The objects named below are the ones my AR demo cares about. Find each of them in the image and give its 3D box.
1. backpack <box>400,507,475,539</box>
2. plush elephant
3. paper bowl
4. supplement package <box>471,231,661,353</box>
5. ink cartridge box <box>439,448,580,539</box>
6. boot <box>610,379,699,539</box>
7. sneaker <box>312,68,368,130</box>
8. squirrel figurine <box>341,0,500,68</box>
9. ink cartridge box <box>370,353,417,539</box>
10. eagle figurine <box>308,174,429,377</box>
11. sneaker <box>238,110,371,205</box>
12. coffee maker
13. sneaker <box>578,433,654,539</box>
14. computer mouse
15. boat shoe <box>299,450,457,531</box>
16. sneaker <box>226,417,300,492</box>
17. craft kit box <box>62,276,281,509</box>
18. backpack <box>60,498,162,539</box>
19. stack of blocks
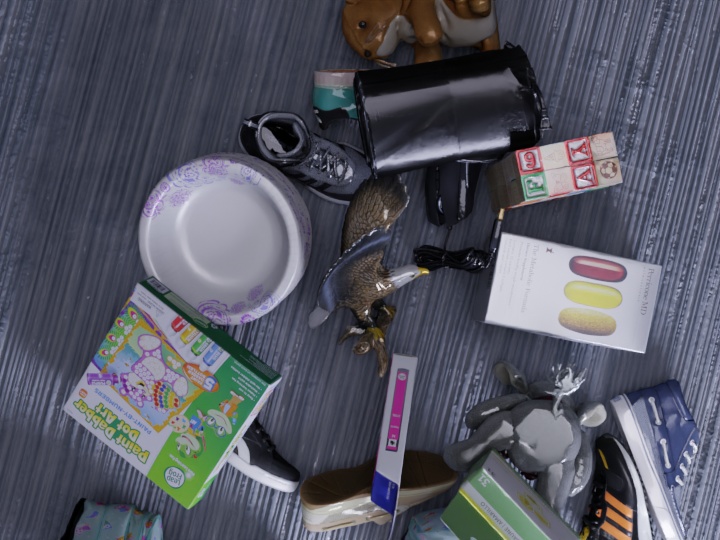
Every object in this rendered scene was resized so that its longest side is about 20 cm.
[{"bbox_3d":[0.120,0.346,1.437,0.166,0.200,0.127,-10,90,-2],"label":"backpack"},{"bbox_3d":[0.214,0.191,1.478,0.164,0.155,0.200,30,97,9],"label":"plush elephant"},{"bbox_3d":[-0.157,-0.041,1.461,0.200,0.104,0.202,2,101,11],"label":"paper bowl"},{"bbox_3d":[0.251,0.027,1.494,0.199,0.110,0.114,11,89,-3],"label":"supplement package"},{"bbox_3d":[0.165,0.277,1.308,0.146,0.200,0.048,46,102,7],"label":"ink cartridge box"},{"bbox_3d":[0.388,0.240,1.516,0.090,0.073,0.201,-20,89,2],"label":"boot"},{"bbox_3d":[0.039,-0.207,1.514,0.199,0.071,0.080,1,104,-5],"label":"sneaker"},{"bbox_3d":[0.069,-0.335,1.495,0.186,0.142,0.201,-7,67,11],"label":"squirrel figurine"},{"bbox_3d":[0.038,0.208,1.444,0.037,0.095,0.201,7,58,1],"label":"ink cartridge box"},{"bbox_3d":[0.007,-0.003,1.451,0.151,0.152,0.201,-29,127,-20],"label":"eagle figurine"},{"bbox_3d":[-0.057,-0.136,1.479,0.199,0.114,0.076,22,88,-2],"label":"sneaker"},{"bbox_3d":[0.095,-0.187,1.383,0.199,0.192,0.135,-12,90,-2],"label":"coffee maker"},{"bbox_3d":[0.308,0.307,1.512,0.090,0.070,0.201,-14,92,-6],"label":"sneaker"},{"bbox_3d":[0.123,-0.093,1.477,0.046,0.140,0.201,17,87,-39],"label":"computer mouse"},{"bbox_3d":[0.023,0.277,1.505,0.199,0.072,0.065,-11,126,-14],"label":"boat shoe"},{"bbox_3d":[-0.140,0.177,1.488,0.200,0.073,0.112,32,90,0],"label":"sneaker"},{"bbox_3d":[-0.225,0.145,1.437,0.200,0.049,0.198,36,112,8],"label":"craft kit box"},{"bbox_3d":[-0.300,0.367,1.417,0.126,0.200,0.167,12,127,-6],"label":"backpack"},{"bbox_3d":[0.225,-0.114,1.450,0.115,0.200,0.059,-12,90,-5],"label":"stack of blocks"}]
